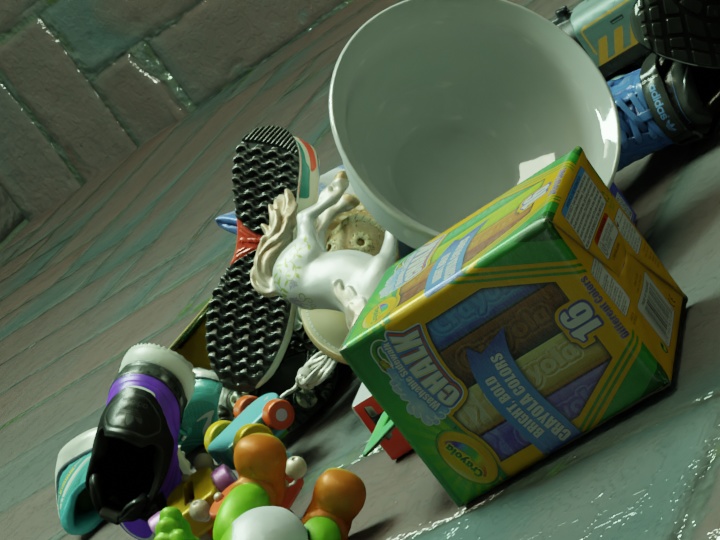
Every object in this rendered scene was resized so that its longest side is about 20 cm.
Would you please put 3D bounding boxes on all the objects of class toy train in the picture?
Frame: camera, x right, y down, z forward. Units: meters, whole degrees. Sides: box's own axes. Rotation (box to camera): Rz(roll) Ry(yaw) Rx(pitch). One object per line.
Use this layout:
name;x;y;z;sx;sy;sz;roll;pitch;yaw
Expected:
toy train;-0.067;0.143;1.476;0.149;0.056;0.200;-28;17;28
toy train;0.244;-0.200;1.683;0.199;0.114;0.085;-30;13;31

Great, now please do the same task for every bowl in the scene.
bowl;0.070;-0.080;1.414;0.201;0.201;0.091;-44;-14;-28

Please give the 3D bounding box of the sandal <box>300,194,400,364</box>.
sandal;-0.006;-0.017;1.570;0.077;0.070;0.212;1;32;1

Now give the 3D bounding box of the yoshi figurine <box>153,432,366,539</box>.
yoshi figurine;-0.065;0.171;1.233;0.112;0.112;0.200;-22;22;32

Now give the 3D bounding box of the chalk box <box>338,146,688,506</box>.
chalk box;0.076;0.042;1.247;0.199;0.124;0.125;-32;13;24

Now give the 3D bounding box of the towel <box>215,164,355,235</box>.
towel;-0.007;-0.044;1.734;0.146;0.024;0.199;20;24;27

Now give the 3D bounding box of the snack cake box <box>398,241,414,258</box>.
snack cake box;0.065;-0.085;1.579;0.200;0.066;0.116;87;-173;-71

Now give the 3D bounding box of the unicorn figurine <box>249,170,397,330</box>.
unicorn figurine;0.000;0.000;1.469;0.199;0.074;0.138;-2;51;48

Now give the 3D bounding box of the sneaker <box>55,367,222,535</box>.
sneaker;-0.177;0.155;1.749;0.200;0.077;0.080;-38;30;23

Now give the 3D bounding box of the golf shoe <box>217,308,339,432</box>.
golf shoe;-0.050;0.078;1.662;0.200;0.077;0.088;-52;-8;-39

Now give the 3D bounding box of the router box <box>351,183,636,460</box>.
router box;0.095;0.025;1.436;0.179;0.049;0.200;-32;13;24

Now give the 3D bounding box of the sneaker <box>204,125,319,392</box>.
sneaker;-0.062;-0.006;1.603;0.070;0.202;0.093;7;-1;24

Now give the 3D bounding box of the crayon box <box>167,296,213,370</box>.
crayon box;-0.081;0.028;1.782;0.127;0.051;0.200;-49;-8;33

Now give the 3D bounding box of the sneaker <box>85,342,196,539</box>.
sneaker;-0.167;0.150;1.519;0.201;0.069;0.100;96;-170;-47

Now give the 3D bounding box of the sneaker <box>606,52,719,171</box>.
sneaker;0.191;-0.111;1.531;0.199;0.077;0.111;-20;-5;-39

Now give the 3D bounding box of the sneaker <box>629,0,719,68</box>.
sneaker;0.285;-0.187;1.544;0.198;0.077;0.088;-11;0;-13
